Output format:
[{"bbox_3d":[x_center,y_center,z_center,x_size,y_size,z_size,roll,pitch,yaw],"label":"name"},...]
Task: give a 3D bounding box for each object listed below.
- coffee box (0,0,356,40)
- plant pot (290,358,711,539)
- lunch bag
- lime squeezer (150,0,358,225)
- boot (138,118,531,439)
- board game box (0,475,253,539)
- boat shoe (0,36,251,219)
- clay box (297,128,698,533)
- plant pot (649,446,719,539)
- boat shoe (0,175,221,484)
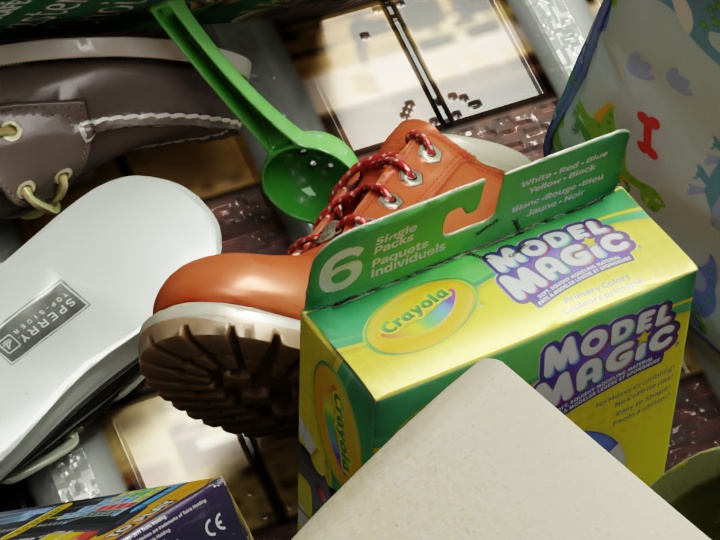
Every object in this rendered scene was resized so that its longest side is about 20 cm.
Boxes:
[{"bbox_3d":[-0.072,-0.112,0.898,0.199,0.123,0.044,-7,86,-32],"label":"coffee box"},{"bbox_3d":[0.028,0.185,0.702,0.177,0.201,0.200,-30,53,-28],"label":"plant pot"},{"bbox_3d":[0.152,-0.048,0.890,0.161,0.200,0.082,44,62,11],"label":"lunch bag"},{"bbox_3d":[-0.013,-0.006,0.907,0.038,0.071,0.201,-19,96,14],"label":"lime squeezer"},{"bbox_3d":[0.000,0.000,0.859,0.200,0.075,0.108,7,71,-49],"label":"boot"},{"bbox_3d":[-0.146,0.127,0.721,0.200,0.165,0.057,-29,102,-43],"label":"board game box"},{"bbox_3d":[-0.133,-0.045,0.902,0.199,0.072,0.060,-4,78,-18],"label":"boat shoe"},{"bbox_3d":[0.039,0.057,0.808,0.115,0.201,0.048,-22,50,-22],"label":"clay box"},{"bbox_3d":[0.214,0.115,0.843,0.190,0.200,0.200,-24,69,-37],"label":"plant pot"},{"bbox_3d":[-0.125,0.044,0.855,0.200,0.064,0.071,-33,69,-31],"label":"boat shoe"}]
